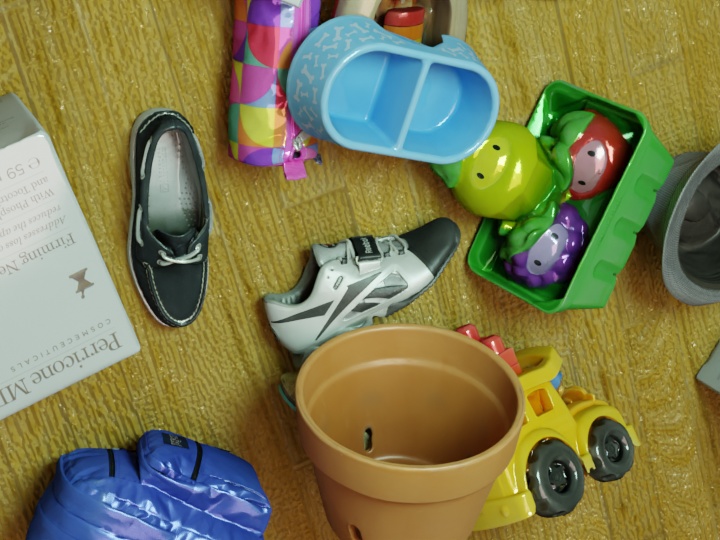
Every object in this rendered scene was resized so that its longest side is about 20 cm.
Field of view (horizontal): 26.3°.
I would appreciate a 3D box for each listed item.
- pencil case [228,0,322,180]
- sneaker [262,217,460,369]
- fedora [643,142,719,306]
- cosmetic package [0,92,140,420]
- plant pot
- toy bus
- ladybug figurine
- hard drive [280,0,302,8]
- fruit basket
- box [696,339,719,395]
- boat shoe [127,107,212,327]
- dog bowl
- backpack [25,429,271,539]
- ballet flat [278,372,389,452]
[{"bbox_3d":[-0.070,-0.185,1.330,0.088,0.088,0.202,-5,106,-20],"label":"pencil case"},{"bbox_3d":[0.000,0.000,1.417,0.199,0.074,0.089,-36,113,-5],"label":"sneaker"},{"bbox_3d":[0.336,-0.060,1.519,0.199,0.090,0.178,3,109,-40],"label":"fedora"},{"bbox_3d":[-0.302,-0.009,1.243,0.166,0.166,0.201,-26,115,-13],"label":"cosmetic package"},{"bbox_3d":[0.040,0.161,1.354,0.198,0.200,0.141,-10,125,-19],"label":"plant pot"},{"bbox_3d":[0.152,0.137,1.492,0.199,0.135,0.193,-20,90,-41],"label":"toy bus"},{"bbox_3d":[0.026,-0.205,1.358,0.135,0.072,0.202,-7,118,-32],"label":"ladybug figurine"},{"bbox_3d":[-0.118,-0.313,1.254,0.199,0.027,0.133,22,97,2],"label":"hard drive"},{"bbox_3d":[0.166,-0.077,1.432,0.214,0.155,0.217,-18,122,-32],"label":"fruit basket"},{"bbox_3d":[0.483,0.082,1.567,0.130,0.200,0.200,29,94,-24],"label":"box"},{"bbox_3d":[-0.166,-0.039,1.347,0.075,0.060,0.202,-14,110,-17],"label":"boat shoe"},{"bbox_3d":[0.034,-0.148,1.313,0.199,0.050,0.112,7,111,-33],"label":"dog bowl"},{"bbox_3d":[-0.189,0.227,1.369,0.199,0.162,0.169,20,89,-13],"label":"backpack"},{"bbox_3d":[0.004,0.144,1.464,0.071,0.071,0.200,-47,121,-3],"label":"ballet flat"}]
